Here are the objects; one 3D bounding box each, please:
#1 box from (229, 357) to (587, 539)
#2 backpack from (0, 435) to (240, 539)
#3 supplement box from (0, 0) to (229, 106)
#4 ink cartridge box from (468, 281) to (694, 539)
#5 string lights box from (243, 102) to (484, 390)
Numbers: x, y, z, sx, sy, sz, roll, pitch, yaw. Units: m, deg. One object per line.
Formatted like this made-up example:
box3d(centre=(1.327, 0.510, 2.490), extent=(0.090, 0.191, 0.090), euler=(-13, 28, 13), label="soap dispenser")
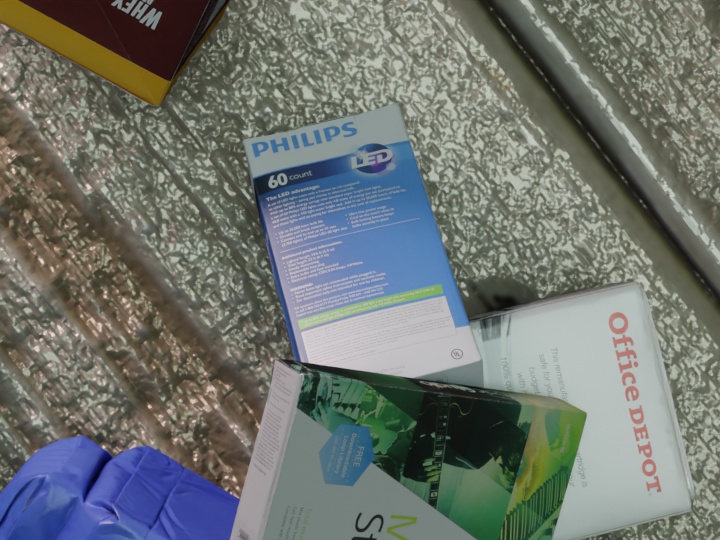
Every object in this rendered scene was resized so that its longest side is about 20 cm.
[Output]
box3d(centre=(0.025, 0.132, 1.075), extent=(0.199, 0.036, 0.145), euler=(9, 100, -34), label="box")
box3d(centre=(-0.166, 0.213, 1.150), extent=(0.167, 0.163, 0.200), euler=(31, 100, 3), label="backpack")
box3d(centre=(-0.148, -0.243, 1.118), extent=(0.197, 0.133, 0.200), euler=(28, 123, -3), label="supplement box")
box3d(centre=(0.090, 0.099, 1.199), extent=(0.199, 0.086, 0.147), euler=(-13, 90, -4), label="ink cartridge box")
box3d(centre=(0.000, 0.000, 1.155), extent=(0.102, 0.059, 0.200), euler=(-13, 54, -3), label="string lights box")
